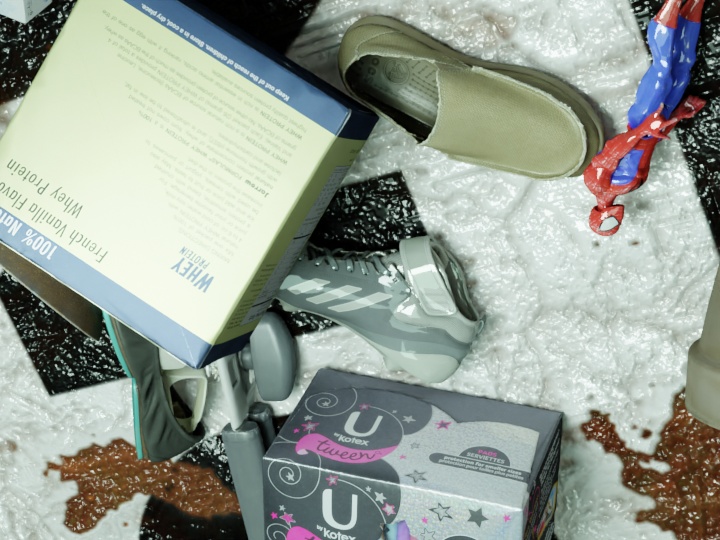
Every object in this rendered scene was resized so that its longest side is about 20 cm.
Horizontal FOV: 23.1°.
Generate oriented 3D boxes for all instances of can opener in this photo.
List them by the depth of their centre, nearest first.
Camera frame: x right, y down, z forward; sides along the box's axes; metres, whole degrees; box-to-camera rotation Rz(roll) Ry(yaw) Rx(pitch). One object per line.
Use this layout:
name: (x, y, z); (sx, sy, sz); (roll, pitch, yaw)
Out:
can opener: (-0.079, 0.130, 1.391); (0.066, 0.053, 0.202); (2, 117, 19)

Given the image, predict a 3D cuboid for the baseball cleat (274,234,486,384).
baseball cleat: (0.000, 0.000, 1.293); (0.199, 0.070, 0.107); (30, 116, -7)

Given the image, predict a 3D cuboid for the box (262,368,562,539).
box: (0.039, 0.166, 1.317); (0.198, 0.132, 0.116); (9, 121, 16)

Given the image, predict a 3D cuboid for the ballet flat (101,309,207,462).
ballet flat: (-0.156, 0.071, 1.371); (0.068, 0.068, 0.201); (-10, 138, -4)

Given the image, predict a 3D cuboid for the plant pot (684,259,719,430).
plant pot: (0.306, 0.005, 1.112); (0.198, 0.200, 0.176); (3, 102, 20)

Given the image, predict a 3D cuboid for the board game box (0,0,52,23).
board game box: (-0.287, -0.283, 1.226); (0.133, 0.034, 0.201); (22, 136, 21)

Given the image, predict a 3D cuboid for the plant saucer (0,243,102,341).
plant saucer: (-0.265, -0.021, 1.327); (0.200, 0.200, 0.032); (42, 85, -3)

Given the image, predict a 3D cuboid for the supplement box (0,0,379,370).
supplement box: (-0.127, -0.073, 1.207); (0.199, 0.134, 0.201); (32, 97, 6)

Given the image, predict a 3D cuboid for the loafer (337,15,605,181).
loafer: (0.069, -0.108, 1.200); (0.198, 0.068, 0.077); (21, 122, 10)

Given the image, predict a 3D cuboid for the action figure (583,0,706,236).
action figure: (0.194, -0.107, 1.155); (0.052, 0.065, 0.201); (36, 124, 20)
